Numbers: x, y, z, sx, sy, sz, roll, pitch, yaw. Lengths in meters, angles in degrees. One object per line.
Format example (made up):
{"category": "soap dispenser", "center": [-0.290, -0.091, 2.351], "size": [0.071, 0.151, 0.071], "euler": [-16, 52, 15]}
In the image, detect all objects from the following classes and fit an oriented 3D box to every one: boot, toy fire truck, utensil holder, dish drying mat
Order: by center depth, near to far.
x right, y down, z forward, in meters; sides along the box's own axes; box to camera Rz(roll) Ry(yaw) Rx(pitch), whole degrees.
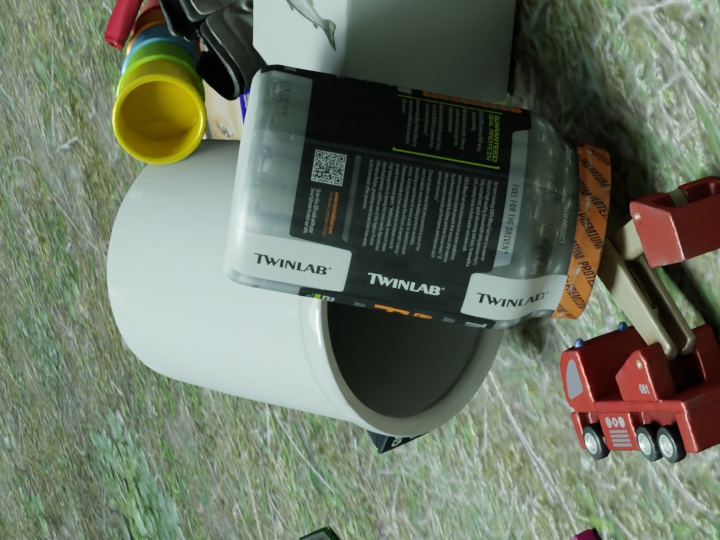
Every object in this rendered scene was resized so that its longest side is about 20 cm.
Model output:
{"category": "toy fire truck", "center": [0.157, 0.028, 1.347], "size": [0.200, 0.048, 0.142], "euler": [-7, 101, 69]}
{"category": "utensil holder", "center": [-0.036, 0.004, 1.549], "size": [0.199, 0.170, 0.171], "euler": [7, 117, 43]}
{"category": "boot", "center": [-0.076, -0.211, 1.597], "size": [0.201, 0.130, 0.068], "euler": [63, 157, 19]}
{"category": "dish drying mat", "center": [-0.126, -0.241, 1.644], "size": [0.077, 0.018, 0.201], "euler": [-153, 85, -82]}

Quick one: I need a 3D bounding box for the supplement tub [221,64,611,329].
{"category": "supplement tub", "center": [0.030, -0.037, 1.370], "size": [0.123, 0.198, 0.124], "euler": [-170, 90, -86]}

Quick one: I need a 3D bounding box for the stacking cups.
{"category": "stacking cups", "center": [-0.128, -0.137, 1.634], "size": [0.200, 0.060, 0.061], "euler": [-95, -3, -63]}

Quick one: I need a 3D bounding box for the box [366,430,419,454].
{"category": "box", "center": [0.000, 0.000, 1.705], "size": [0.201, 0.046, 0.159], "euler": [61, 156, 23]}

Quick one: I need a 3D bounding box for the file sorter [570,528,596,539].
{"category": "file sorter", "center": [0.118, 0.294, 1.562], "size": [0.201, 0.125, 0.139], "euler": [63, 158, 18]}

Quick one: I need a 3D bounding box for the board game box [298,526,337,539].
{"category": "board game box", "center": [0.012, 0.311, 1.964], "size": [0.200, 0.029, 0.135], "euler": [46, 147, 47]}

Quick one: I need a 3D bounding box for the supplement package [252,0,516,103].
{"category": "supplement package", "center": [0.014, -0.187, 1.418], "size": [0.117, 0.117, 0.201], "euler": [52, 152, 38]}

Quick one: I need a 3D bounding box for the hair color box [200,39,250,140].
{"category": "hair color box", "center": [-0.088, -0.180, 1.747], "size": [0.109, 0.064, 0.201], "euler": [36, 142, 53]}
